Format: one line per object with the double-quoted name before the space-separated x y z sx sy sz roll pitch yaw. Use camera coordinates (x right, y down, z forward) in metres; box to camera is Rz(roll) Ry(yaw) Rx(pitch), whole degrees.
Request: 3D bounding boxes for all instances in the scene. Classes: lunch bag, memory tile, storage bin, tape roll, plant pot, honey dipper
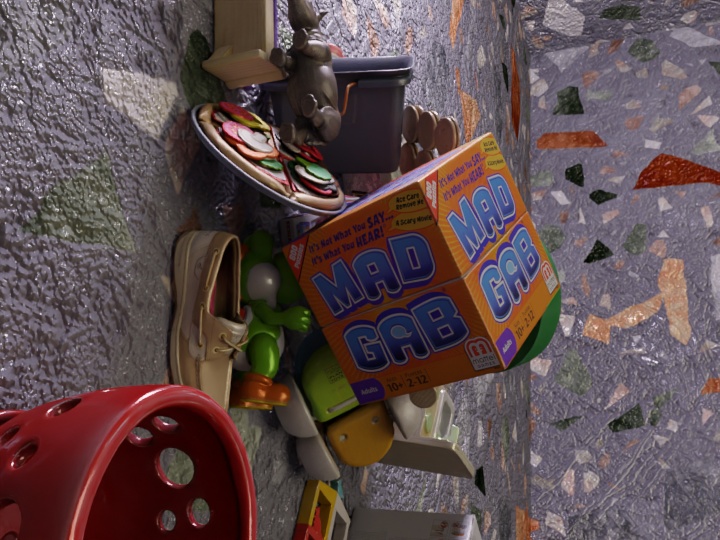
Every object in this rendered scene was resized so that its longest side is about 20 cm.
"lunch bag" 0.034 -0.124 1.139 0.200 0.115 0.168 -93 171 -73
"memory tile" 0.088 -0.110 0.970 0.153 0.016 0.205 -141 -131 -60
"storage bin" -0.025 -0.199 0.948 0.146 0.195 0.137 -78 165 -65
"tape roll" 0.168 0.031 0.960 0.048 0.198 0.206 -11 97 -42
"plant pot" -0.189 0.179 0.481 0.200 0.178 0.206 -4 90 -67
"honey dipper" 0.095 0.121 0.987 0.200 0.037 0.039 -61 142 -68

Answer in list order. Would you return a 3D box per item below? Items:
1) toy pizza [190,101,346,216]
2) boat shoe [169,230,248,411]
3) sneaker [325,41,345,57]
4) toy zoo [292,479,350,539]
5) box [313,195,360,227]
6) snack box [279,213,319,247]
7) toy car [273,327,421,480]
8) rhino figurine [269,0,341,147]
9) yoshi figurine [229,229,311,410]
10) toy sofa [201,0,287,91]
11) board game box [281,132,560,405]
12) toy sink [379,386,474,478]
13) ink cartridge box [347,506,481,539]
"toy pizza" -0.094 -0.132 0.806 0.032 0.199 0.200 -53 169 20
"boat shoe" -0.151 0.058 0.750 0.073 0.068 0.205 1 85 -68
"sneaker" -0.039 -0.259 1.116 0.200 0.072 0.089 41 62 -56
"toy zoo" -0.056 0.381 0.994 0.132 0.020 0.203 63 31 -44
"box" 0.000 0.000 1.047 0.203 0.097 0.096 80 27 -44
"snack box" -0.059 -0.050 1.059 0.199 0.024 0.074 -26 112 -67
"toy car" -0.025 0.162 0.972 0.151 0.172 0.203 57 -9 54
"rhino figurine" -0.062 -0.237 0.827 0.087 0.059 0.205 9 74 -66
"yoshi figurine" -0.099 0.057 0.844 0.112 0.110 0.205 45 43 -68
"toy sofa" -0.129 -0.322 0.858 0.097 0.081 0.205 14 73 -66
"board game box" 0.074 -0.002 0.824 0.199 0.197 0.203 -38 103 -51
"toy sink" 0.078 0.228 1.110 0.131 0.196 0.114 55 45 -50
"ink cartridge box" 0.092 0.459 1.114 0.084 0.196 0.178 -62 141 -51
